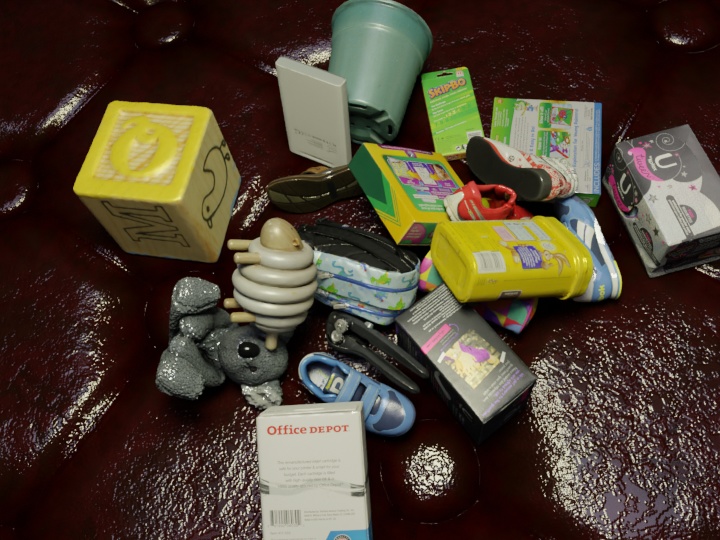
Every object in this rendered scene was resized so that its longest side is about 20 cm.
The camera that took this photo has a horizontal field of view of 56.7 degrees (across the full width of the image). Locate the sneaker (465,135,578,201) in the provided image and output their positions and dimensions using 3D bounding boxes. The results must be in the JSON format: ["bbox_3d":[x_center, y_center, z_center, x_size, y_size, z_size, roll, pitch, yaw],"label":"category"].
[{"bbox_3d":[0.273,-0.172,1.129,0.107,0.068,0.201,-7,31,-31],"label":"sneaker"}]

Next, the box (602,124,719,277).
[{"bbox_3d":[0.498,-0.113,1.081,0.130,0.115,0.202,-14,62,-1],"label":"box"}]

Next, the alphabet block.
[{"bbox_3d":[-0.341,-0.151,1.163,0.193,0.201,0.198,5,64,10],"label":"alphabet block"}]

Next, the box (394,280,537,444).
[{"bbox_3d":[0.152,0.136,0.995,0.105,0.123,0.200,-35,64,-12],"label":"box"}]

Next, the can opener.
[{"bbox_3d":[0.023,0.120,1.022,0.199,0.078,0.064,26,96,35],"label":"can opener"}]

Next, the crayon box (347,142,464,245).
[{"bbox_3d":[0.100,-0.124,1.107,0.198,0.058,0.174,-2,53,-43],"label":"crayon box"}]

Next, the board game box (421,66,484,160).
[{"bbox_3d":[0.175,-0.299,1.269,0.094,0.030,0.203,-8,65,3],"label":"board game box"}]

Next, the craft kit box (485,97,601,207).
[{"bbox_3d":[0.328,-0.215,1.197,0.194,0.049,0.202,8,64,8],"label":"craft kit box"}]

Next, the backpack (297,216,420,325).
[{"bbox_3d":[0.000,0.000,1.069,0.197,0.163,0.156,4,104,21],"label":"backpack"}]

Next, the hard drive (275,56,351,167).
[{"bbox_3d":[-0.080,-0.273,1.190,0.131,0.201,0.027,24,59,18],"label":"hard drive"}]

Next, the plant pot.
[{"bbox_3d":[0.020,-0.355,1.234,0.197,0.201,0.199,9,72,12],"label":"plant pot"}]

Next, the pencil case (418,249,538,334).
[{"bbox_3d":[0.185,0.030,1.071,0.198,0.089,0.089,24,68,20],"label":"pencil case"}]

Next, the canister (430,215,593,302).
[{"bbox_3d":[0.220,-0.018,0.997,0.197,0.088,0.149,-2,35,-20],"label":"canister"}]

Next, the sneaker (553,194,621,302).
[{"bbox_3d":[0.350,-0.038,1.087,0.081,0.074,0.202,-16,61,1],"label":"sneaker"}]

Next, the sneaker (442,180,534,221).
[{"bbox_3d":[0.225,-0.095,1.071,0.198,0.085,0.078,8,56,-39],"label":"sneaker"}]

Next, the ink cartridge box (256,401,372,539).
[{"bbox_3d":[-0.061,0.291,0.924,0.144,0.086,0.203,-4,87,5],"label":"ink cartridge box"}]

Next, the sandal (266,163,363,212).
[{"bbox_3d":[-0.071,-0.161,1.205,0.197,0.082,0.055,-18,45,0],"label":"sandal"}]

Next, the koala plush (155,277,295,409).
[{"bbox_3d":[-0.203,0.125,1.048,0.197,0.184,0.180,10,72,-11],"label":"koala plush"}]

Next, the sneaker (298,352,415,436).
[{"bbox_3d":[-0.012,0.186,1.001,0.198,0.082,0.075,24,81,19],"label":"sneaker"}]

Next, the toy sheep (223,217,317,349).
[{"bbox_3d":[-0.127,0.021,0.971,0.136,0.203,0.138,8,23,-4],"label":"toy sheep"}]
